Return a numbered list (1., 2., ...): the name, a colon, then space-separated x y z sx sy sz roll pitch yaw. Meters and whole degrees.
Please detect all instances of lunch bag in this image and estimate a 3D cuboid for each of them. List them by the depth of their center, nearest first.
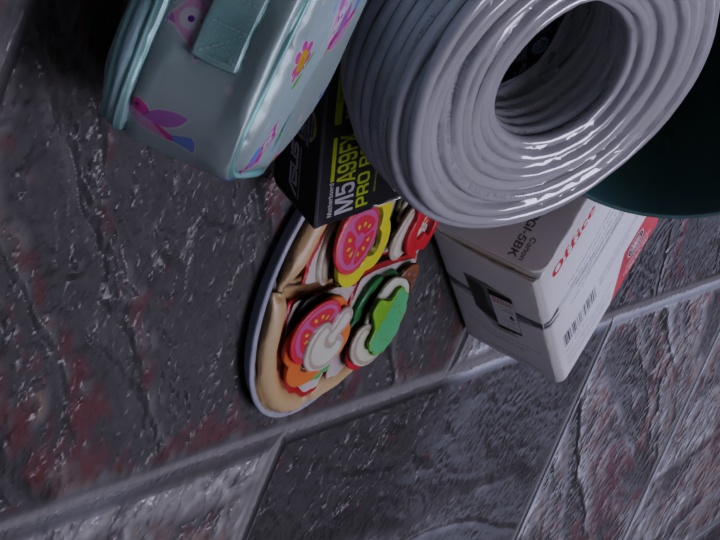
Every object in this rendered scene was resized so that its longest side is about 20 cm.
1. lunch bag: -0.034 -0.138 0.857 0.160 0.077 0.200 -37 152 -82

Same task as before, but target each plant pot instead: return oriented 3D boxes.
1. plant pot: 0.190 -0.158 1.265 0.161 0.200 0.201 -77 177 -48

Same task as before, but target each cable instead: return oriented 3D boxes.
1. cable: 0.085 -0.111 1.014 0.200 0.069 0.200 -29 143 -15

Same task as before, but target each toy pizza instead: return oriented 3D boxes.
1. toy pizza: 0.000 0.000 1.228 0.200 0.032 0.200 -50 157 -31

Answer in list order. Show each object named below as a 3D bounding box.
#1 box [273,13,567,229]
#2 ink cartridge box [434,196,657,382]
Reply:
1. box: 0.040 -0.128 1.054 0.160 0.044 0.200 -21 141 -24
2. ink cartridge box: 0.129 -0.032 1.425 0.147 0.083 0.200 -57 160 -14
